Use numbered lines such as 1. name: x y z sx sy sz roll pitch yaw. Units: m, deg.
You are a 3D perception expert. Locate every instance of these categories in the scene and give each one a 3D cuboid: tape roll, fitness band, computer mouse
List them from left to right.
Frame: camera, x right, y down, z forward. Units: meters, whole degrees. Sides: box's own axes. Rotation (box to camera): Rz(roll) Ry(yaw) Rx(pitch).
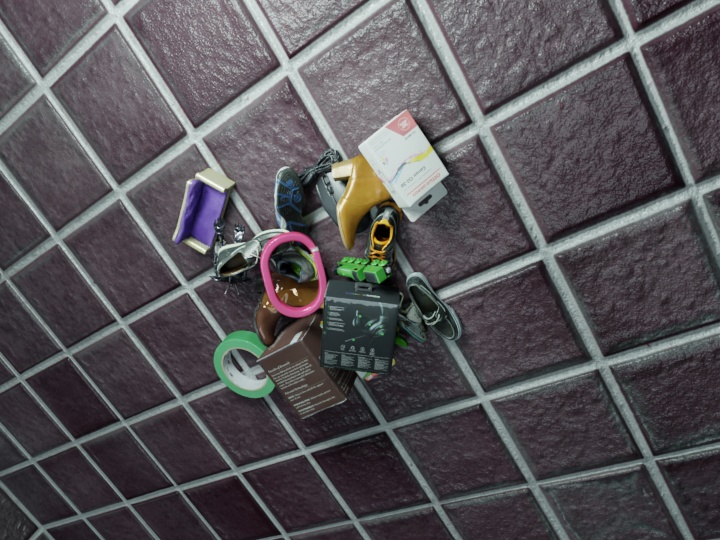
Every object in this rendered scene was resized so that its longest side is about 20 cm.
1. tape roll: -0.324 0.271 1.608 0.197 0.048 0.203 8 119 14
2. fitness band: -0.152 0.012 1.287 0.141 0.037 0.203 -15 110 -6
3. computer mouse: -0.057 -0.163 1.288 0.138 0.053 0.201 -32 103 29

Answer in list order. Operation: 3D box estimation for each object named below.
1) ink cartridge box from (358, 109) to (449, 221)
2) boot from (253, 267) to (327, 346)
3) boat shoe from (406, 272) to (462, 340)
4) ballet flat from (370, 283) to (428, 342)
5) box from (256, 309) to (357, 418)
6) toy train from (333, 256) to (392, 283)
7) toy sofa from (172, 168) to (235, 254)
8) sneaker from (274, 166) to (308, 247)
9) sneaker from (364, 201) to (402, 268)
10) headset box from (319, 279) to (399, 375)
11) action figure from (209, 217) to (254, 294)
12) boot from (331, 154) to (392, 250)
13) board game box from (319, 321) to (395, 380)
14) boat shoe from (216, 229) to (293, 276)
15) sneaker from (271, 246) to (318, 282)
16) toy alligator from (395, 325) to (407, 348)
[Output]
1. ink cartridge box: 0.102 -0.213 1.167 0.116 0.067 0.201 -39 103 -9
2. boot: -0.169 0.095 1.423 0.197 0.068 0.191 -4 75 19
3. boat shoe: 0.169 0.099 1.336 0.072 0.071 0.201 -34 103 30
4. ballet flat: 0.098 0.095 1.363 0.199 0.072 0.072 36 122 -4
5. box: -0.125 0.238 1.452 0.163 0.166 0.201 -28 105 29
6. toy train: 0.000 0.000 1.298 0.199 0.056 0.042 7 126 56
7. toy sofa: -0.389 -0.141 1.386 0.082 0.098 0.202 28 121 3
8. sneaker: -0.174 -0.151 1.302 0.077 0.075 0.202 44 146 41
9. sneaker: 0.045 -0.057 1.294 0.077 0.077 0.203 13 122 9
10. headset box: -0.002 0.126 1.298 0.171 0.093 0.203 5 114 2
11. action figure: -0.322 -0.036 1.414 0.117 0.103 0.202 8 131 -1
12. boot: 0.018 -0.152 1.221 0.142 0.071 0.205 -7 92 5
13. board game box: -0.005 0.184 1.391 0.095 0.030 0.201 -34 106 14
14. boat shoe: -0.246 -0.037 1.306 0.197 0.068 0.072 -18 126 13
15. sneaker: -0.186 -0.034 1.367 0.198 0.081 0.075 29 117 22
16. toy alligator: 0.038 0.129 1.403 0.200 0.059 0.054 46 121 -8
